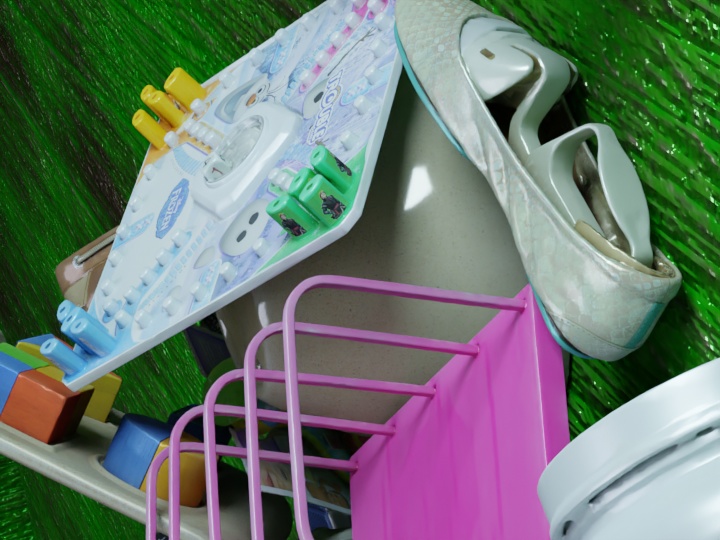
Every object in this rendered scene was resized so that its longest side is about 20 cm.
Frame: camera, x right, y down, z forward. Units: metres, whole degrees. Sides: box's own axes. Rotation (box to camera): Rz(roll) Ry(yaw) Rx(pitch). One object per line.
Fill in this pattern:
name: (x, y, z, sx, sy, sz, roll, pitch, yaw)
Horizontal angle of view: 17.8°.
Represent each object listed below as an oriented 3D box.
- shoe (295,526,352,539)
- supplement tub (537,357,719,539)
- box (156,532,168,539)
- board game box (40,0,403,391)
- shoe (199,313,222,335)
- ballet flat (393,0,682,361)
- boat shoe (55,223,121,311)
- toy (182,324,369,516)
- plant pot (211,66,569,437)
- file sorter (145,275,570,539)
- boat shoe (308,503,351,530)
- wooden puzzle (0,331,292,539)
shoe: (0.027, 0.166, 1.172, 0.199, 0.053, 0.071, -1, 78, 38)
supplement tub: (0.150, 0.136, 0.732, 0.145, 0.144, 0.201, 107, 144, -62)
box: (-0.056, 0.247, 1.189, 0.200, 0.107, 0.148, 47, 175, -12)
board game box: (-0.059, -0.057, 1.091, 0.199, 0.026, 0.201, -29, 31, 37)
shoe: (-0.012, 0.045, 1.339, 0.072, 0.091, 0.200, 47, -179, 33)
ballet flat: (0.079, -0.055, 0.972, 0.062, 0.067, 0.201, -48, 58, 38)
boat shoe: (-0.083, -0.036, 1.256, 0.072, 0.200, 0.076, 51, 176, 9)
toy: (-0.002, 0.082, 1.231, 0.047, 0.199, 0.116, -45, 52, 22)
plant pot: (0.000, 0.000, 1.128, 0.200, 0.133, 0.202, 164, 90, -73)
file sorter: (-0.008, 0.104, 0.994, 0.200, 0.124, 0.140, 132, 141, -54)
boat shoe: (0.032, 0.201, 1.322, 0.072, 0.072, 0.201, 15, 125, 70)
wooden puzzle: (-0.127, 0.080, 1.171, 0.199, 0.047, 0.185, 30, -175, 6)
